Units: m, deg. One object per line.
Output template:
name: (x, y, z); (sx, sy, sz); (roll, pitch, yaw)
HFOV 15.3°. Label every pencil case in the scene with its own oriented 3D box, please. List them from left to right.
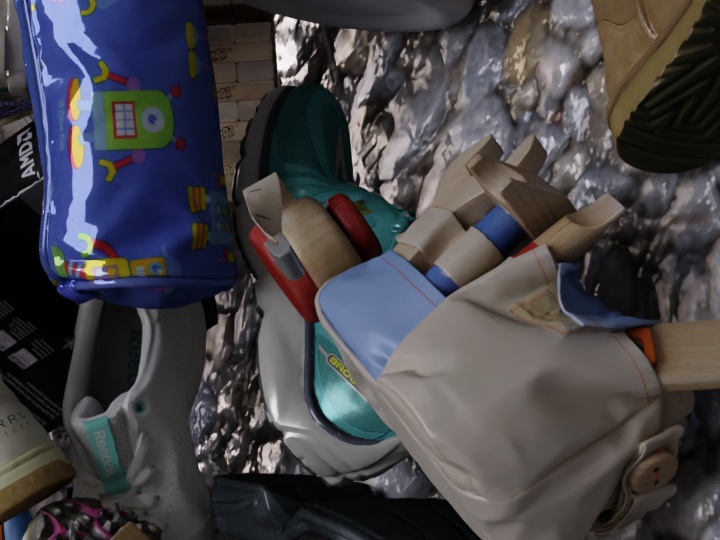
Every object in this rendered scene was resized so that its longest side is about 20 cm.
pencil case: (-0.102, -0.082, 1.108); (0.078, 0.087, 0.200); (162, 100, -71)

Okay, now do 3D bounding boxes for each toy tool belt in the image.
toy tool belt: (0.054, 0.012, 0.996); (0.123, 0.125, 0.200); (-35, 46, -6)

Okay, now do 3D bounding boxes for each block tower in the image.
block tower: (-0.066, -0.109, 1.239); (0.058, 0.054, 0.200); (88, 178, -66)

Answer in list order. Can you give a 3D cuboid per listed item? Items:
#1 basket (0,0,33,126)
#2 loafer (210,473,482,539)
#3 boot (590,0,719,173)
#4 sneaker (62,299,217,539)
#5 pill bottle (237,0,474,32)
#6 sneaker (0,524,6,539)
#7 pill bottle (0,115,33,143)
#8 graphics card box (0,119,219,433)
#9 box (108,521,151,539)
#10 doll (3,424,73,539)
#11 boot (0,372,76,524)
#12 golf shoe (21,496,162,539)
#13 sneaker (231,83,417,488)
basket: (-0.199, -0.136, 1.215); (0.176, 0.200, 0.139); (-73, -8, -83)
loafer: (0.000, 0.125, 1.073); (0.200, 0.073, 0.072); (-176, 89, -67)
boot: (0.121, -0.161, 0.983); (0.175, 0.066, 0.200); (-45, 43, 39)
sneaker: (-0.100, 0.089, 1.154); (0.075, 0.088, 0.200); (-10, 75, 9)
pill bottle: (0.004, -0.209, 1.126); (0.116, 0.116, 0.200); (0, 80, 57)
sneaker: (-0.228, 0.162, 1.405); (0.200, 0.078, 0.112); (-28, 51, 38)
pill bottle: (-0.210, -0.031, 1.314); (0.112, 0.200, 0.112); (-25, 59, 51)
graphics card box: (-0.181, 0.027, 1.254); (0.200, 0.125, 0.051); (-33, 38, 17)
box: (-0.054, 0.209, 1.032); (0.200, 0.021, 0.164); (43, 133, 6)
doll: (-0.126, 0.100, 1.282); (0.136, 0.048, 0.200); (-58, 38, 11)
boot: (-0.205, 0.048, 1.177); (0.155, 0.072, 0.200); (61, 153, -1)
golf shoe: (-0.080, 0.185, 1.095); (0.200, 0.073, 0.092); (51, 127, 12)
sneaker: (0.000, 0.000, 1.123); (0.080, 0.078, 0.200); (-27, 50, 18)
